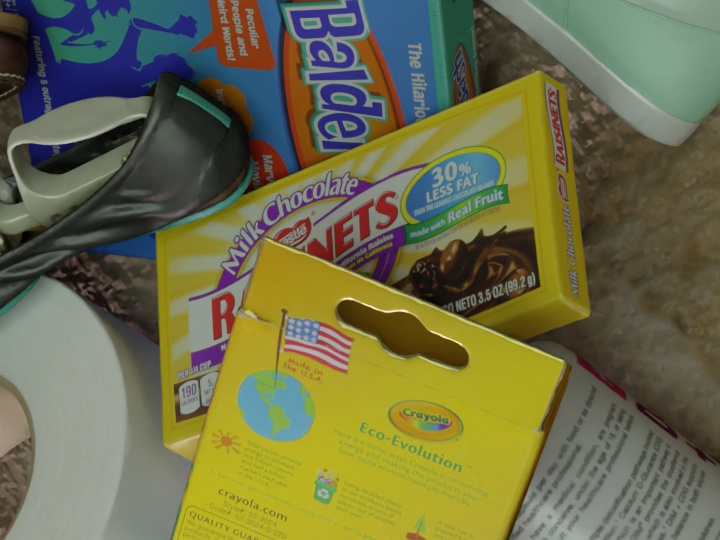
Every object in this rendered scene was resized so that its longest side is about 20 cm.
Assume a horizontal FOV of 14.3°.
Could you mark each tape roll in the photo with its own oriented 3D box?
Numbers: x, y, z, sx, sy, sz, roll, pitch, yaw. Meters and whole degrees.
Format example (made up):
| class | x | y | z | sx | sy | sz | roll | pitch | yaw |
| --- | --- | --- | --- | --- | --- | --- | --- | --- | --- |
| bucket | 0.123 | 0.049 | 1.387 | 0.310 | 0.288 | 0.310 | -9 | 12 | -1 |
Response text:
| class | x | y | z | sx | sy | sz | roll | pitch | yaw |
| --- | --- | --- | --- | --- | --- | --- | --- | --- | --- |
| tape roll | -0.161 | 0.102 | 1.241 | 0.201 | 0.071 | 0.204 | -17 | 58 | 29 |

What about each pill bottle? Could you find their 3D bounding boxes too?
| class | x | y | z | sx | sy | sz | roll | pitch | yaw |
| --- | --- | --- | --- | --- | --- | --- | --- | --- | --- |
| pill bottle | 0.086 | 0.102 | 1.199 | 0.200 | 0.113 | 0.114 | 37 | 106 | -7 |

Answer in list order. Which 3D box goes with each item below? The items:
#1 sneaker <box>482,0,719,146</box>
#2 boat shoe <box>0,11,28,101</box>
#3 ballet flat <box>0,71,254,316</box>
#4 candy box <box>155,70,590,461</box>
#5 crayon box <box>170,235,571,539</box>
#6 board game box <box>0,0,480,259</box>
| class | x | y | z | sx | sy | sz | roll | pitch | yaw |
| --- | --- | --- | --- | --- | --- | --- | --- | --- | --- |
| sneaker | 0.092 | -0.157 | 1.186 | 0.200 | 0.074 | 0.118 | 38 | 113 | -5 |
| boat shoe | -0.222 | -0.060 | 1.216 | 0.199 | 0.070 | 0.071 | -12 | 75 | 30 |
| ballet flat | -0.138 | -0.030 | 1.201 | 0.199 | 0.068 | 0.068 | -27 | 125 | 21 |
| candy box | 0.000 | 0.000 | 1.155 | 0.199 | 0.026 | 0.103 | -22 | 57 | 31 |
| crayon box | 0.002 | 0.078 | 1.113 | 0.126 | 0.051 | 0.201 | 23 | 125 | 5 |
| board game box | -0.048 | -0.073 | 1.213 | 0.199 | 0.045 | 0.153 | 5 | 125 | 19 |
